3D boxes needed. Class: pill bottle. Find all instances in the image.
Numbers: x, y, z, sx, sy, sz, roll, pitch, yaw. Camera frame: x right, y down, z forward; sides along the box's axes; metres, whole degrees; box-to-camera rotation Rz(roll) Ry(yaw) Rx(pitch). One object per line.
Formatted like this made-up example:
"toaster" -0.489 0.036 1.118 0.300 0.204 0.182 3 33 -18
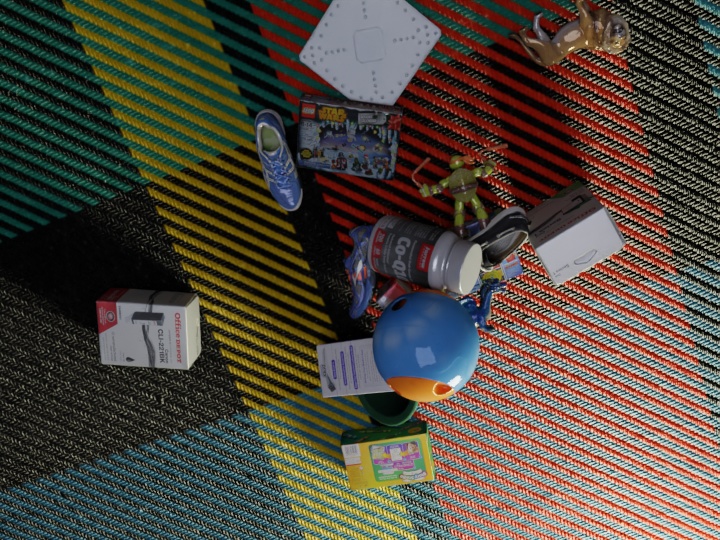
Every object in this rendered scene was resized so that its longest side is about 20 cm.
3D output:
"pill bottle" 0.121 -0.029 1.331 0.197 0.113 0.117 17 112 29

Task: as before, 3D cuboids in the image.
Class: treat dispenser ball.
"treat dispenser ball" 0.119 0.137 1.288 0.196 0.201 0.206 1 109 4

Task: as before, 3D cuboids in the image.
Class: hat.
"hat" 0.112 0.242 1.532 0.199 0.174 0.168 39 115 31

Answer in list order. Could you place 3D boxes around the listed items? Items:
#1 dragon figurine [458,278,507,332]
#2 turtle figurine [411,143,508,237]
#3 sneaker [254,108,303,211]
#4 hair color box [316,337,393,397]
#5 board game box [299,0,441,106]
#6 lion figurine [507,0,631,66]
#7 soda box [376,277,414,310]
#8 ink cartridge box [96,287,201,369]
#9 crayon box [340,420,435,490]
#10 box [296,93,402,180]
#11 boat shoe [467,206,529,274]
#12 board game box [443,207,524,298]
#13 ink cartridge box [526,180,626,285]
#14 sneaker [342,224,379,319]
"dragon figurine" 0.208 0.085 1.403 0.196 0.059 0.101 -23 92 8
"turtle figurine" 0.208 -0.156 1.346 0.196 0.064 0.165 -18 98 -2
"sneaker" -0.167 -0.209 1.370 0.074 0.077 0.204 -16 108 8
"hair color box" 0.009 0.196 1.448 0.196 0.064 0.112 -10 85 29
"board game box" 0.017 -0.421 1.311 0.198 0.026 0.201 35 107 -8
"lion figurine" 0.378 -0.420 1.269 0.197 0.073 0.124 -20 117 25
"soda box" 0.121 0.102 1.455 0.063 0.070 0.200 -43 101 14
"ink cartridge box" -0.449 0.124 1.500 0.195 0.084 0.148 3 108 3
"crayon box" 0.062 0.415 1.571 0.195 0.058 0.121 -9 108 7
"box" -0.023 -0.255 1.347 0.195 0.040 0.139 8 123 2
"boat shoe" 0.247 -0.035 1.338 0.073 0.061 0.200 23 131 -29
"board game box" 0.216 -0.026 1.423 0.196 0.035 0.138 -20 105 10
"ink cartridge box" 0.387 -0.074 1.306 0.145 0.201 0.085 -33 105 13
"sneaker" 0.000 0.000 1.438 0.077 0.075 0.205 12 101 9
